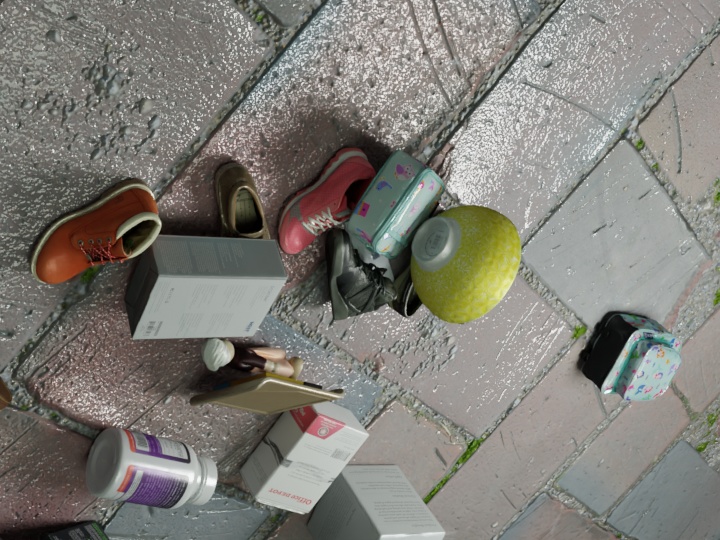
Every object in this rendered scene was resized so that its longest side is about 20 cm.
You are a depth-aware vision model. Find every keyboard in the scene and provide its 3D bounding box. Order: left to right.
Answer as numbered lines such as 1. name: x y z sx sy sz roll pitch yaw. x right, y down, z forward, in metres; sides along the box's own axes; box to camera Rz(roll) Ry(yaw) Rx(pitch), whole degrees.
1. keyboard: 0.018 -0.025 1.542 0.056 0.011 0.201 -33 133 -16

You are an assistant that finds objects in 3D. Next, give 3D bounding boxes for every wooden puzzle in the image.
1. wooden puzzle: -0.154 0.204 1.498 0.184 0.038 0.199 -18 157 39

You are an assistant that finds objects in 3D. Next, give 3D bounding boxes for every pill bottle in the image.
1. pill bottle: -0.340 0.332 1.489 0.199 0.111 0.112 24 106 -40

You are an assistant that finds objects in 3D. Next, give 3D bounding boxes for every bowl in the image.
1. bowl: 0.145 -0.028 1.436 0.107 0.200 0.201 31 102 -37

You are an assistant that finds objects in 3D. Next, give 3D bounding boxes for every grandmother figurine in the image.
1. grandmother figurine: -0.186 0.143 1.461 0.200 0.120 0.061 24 64 -55

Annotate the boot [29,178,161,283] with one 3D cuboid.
1. boot: -0.361 -0.037 1.229 0.199 0.107 0.075 -37 134 -3

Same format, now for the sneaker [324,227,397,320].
1. sneaker: 0.000 0.000 1.475 0.113 0.077 0.200 -9 136 -3

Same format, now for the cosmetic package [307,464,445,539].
1. cosmetic package: 0.027 0.513 1.782 0.166 0.200 0.167 10 115 -35

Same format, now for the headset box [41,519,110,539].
1. headset box: -0.502 0.507 1.465 0.174 0.093 0.200 -41 170 -2

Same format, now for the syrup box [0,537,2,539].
1. syrup box: -0.626 0.409 1.381 0.078 0.081 0.201 -27 130 -12

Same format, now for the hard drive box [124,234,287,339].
1. hard drive box: -0.231 0.027 1.337 0.198 0.077 0.156 2 141 -31

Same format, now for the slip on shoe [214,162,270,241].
1. slip on shoe: -0.171 -0.065 1.357 0.075 0.061 0.201 -20 130 -20

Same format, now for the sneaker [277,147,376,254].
1. sneaker: -0.053 -0.099 1.392 0.200 0.087 0.074 -49 131 6

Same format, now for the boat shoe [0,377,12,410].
1. boat shoe: -0.534 0.118 1.248 0.067 0.072 0.201 -28 129 -10

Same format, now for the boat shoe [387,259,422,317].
1. boat shoe: 0.122 -0.005 1.578 0.073 0.065 0.201 21 104 -38

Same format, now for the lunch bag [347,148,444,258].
1. lunch bag: 0.057 -0.096 1.412 0.161 0.077 0.200 -57 166 3

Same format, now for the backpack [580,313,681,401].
1. backpack: 0.610 0.194 1.978 0.199 0.151 0.179 6 116 -40

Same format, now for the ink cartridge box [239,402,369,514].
1. ink cartridge box: -0.104 0.338 1.660 0.145 0.085 0.201 30 100 -41
